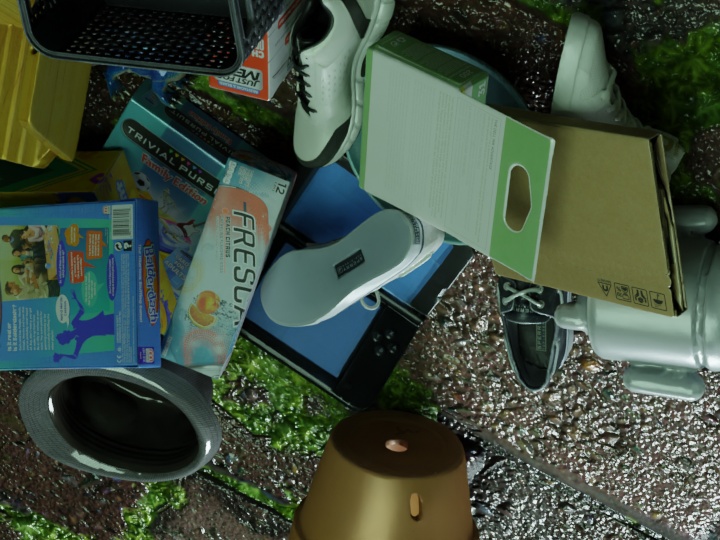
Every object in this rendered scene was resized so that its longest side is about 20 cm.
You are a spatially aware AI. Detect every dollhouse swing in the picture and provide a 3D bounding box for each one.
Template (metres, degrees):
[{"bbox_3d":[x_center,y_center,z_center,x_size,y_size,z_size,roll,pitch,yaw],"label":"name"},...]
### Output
[{"bbox_3d":[-0.371,-0.200,1.657,0.199,0.175,0.184,14,96,35],"label":"dollhouse swing"}]

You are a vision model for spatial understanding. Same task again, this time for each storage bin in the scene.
[{"bbox_3d":[-0.172,-0.243,1.472,0.198,0.094,0.136,9,130,21],"label":"storage bin"}]

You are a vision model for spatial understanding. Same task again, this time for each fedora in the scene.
[{"bbox_3d":[-0.223,0.121,1.791,0.198,0.091,0.178,0,133,18],"label":"fedora"}]

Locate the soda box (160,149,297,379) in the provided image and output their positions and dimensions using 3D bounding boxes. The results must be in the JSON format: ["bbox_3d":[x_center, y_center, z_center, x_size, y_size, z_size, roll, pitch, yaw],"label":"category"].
[{"bbox_3d":[-0.122,-0.007,1.706,0.063,0.068,0.202,20,101,1],"label":"soda box"}]

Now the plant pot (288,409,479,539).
[{"bbox_3d":[0.029,0.235,1.866,0.198,0.200,0.141,13,116,16],"label":"plant pot"}]

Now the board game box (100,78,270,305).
[{"bbox_3d":[-0.191,-0.074,1.805,0.150,0.047,0.200,35,134,-4],"label":"board game box"}]

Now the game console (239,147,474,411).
[{"bbox_3d":[-0.024,0.005,1.746,0.199,0.177,0.116,34,162,-3],"label":"game console"}]

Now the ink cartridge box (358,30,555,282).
[{"bbox_3d":[0.087,-0.098,1.558,0.199,0.048,0.147,28,133,29],"label":"ink cartridge box"}]

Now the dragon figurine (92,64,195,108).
[{"bbox_3d":[-0.205,-0.210,1.692,0.198,0.059,0.100,13,131,16],"label":"dragon figurine"}]

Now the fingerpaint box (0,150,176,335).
[{"bbox_3d":[-0.287,-0.017,1.812,0.165,0.074,0.201,0,128,22],"label":"fingerpaint box"}]

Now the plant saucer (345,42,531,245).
[{"bbox_3d":[0.078,-0.117,1.636,0.198,0.036,0.202,16,128,21],"label":"plant saucer"}]

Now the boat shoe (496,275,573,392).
[{"bbox_3d":[0.157,0.022,1.698,0.071,0.068,0.202,8,128,20],"label":"boat shoe"}]

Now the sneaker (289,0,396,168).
[{"bbox_3d":[-0.035,-0.178,1.597,0.074,0.079,0.202,43,131,38],"label":"sneaker"}]

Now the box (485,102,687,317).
[{"bbox_3d":[0.178,-0.053,1.544,0.199,0.021,0.165,15,127,44],"label":"box"}]

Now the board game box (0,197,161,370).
[{"bbox_3d":[-0.279,0.015,1.698,0.198,0.045,0.154,-2,87,24],"label":"board game box"}]

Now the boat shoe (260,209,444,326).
[{"bbox_3d":[-0.001,-0.005,1.695,0.201,0.086,0.075,-31,72,37],"label":"boat shoe"}]

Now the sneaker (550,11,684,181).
[{"bbox_3d":[0.219,-0.128,1.550,0.114,0.074,0.201,11,139,14],"label":"sneaker"}]

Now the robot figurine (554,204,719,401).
[{"bbox_3d":[0.272,0.026,1.616,0.198,0.113,0.172,6,98,22],"label":"robot figurine"}]

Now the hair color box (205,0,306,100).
[{"bbox_3d":[-0.083,-0.260,1.556,0.063,0.111,0.201,14,131,16],"label":"hair color box"}]
